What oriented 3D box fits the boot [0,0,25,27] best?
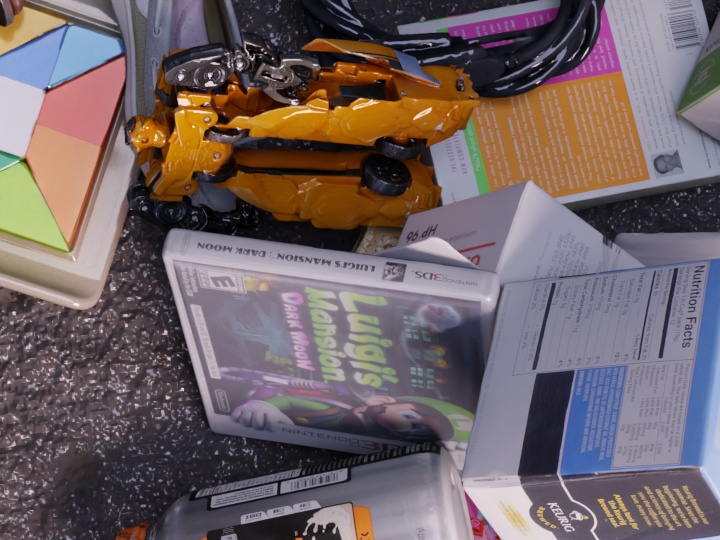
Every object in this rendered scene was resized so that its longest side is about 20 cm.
[{"bbox_3d":[-0.158,-0.250,1.307,0.199,0.064,0.187,-18,70,-15],"label":"boot"}]

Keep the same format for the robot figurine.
[{"bbox_3d":[-0.040,-0.077,1.255,0.199,0.145,0.058,4,40,-21],"label":"robot figurine"}]

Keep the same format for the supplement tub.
[{"bbox_3d":[-0.034,0.176,1.257,0.199,0.123,0.123,-13,86,7],"label":"supplement tub"}]

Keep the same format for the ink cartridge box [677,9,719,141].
[{"bbox_3d":[0.280,-0.179,1.349,0.067,0.117,0.201,30,67,-12],"label":"ink cartridge box"}]

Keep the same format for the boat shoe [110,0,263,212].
[{"bbox_3d":[-0.097,-0.116,1.297,0.074,0.065,0.203,-18,104,-35],"label":"boat shoe"}]

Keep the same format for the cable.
[{"bbox_3d":[0.057,-0.180,1.345,0.199,0.051,0.164,-14,61,-10],"label":"cable"}]

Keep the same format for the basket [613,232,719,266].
[{"bbox_3d":[0.260,0.039,1.288,0.135,0.200,0.124,2,88,-39],"label":"basket"}]

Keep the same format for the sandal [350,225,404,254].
[{"bbox_3d":[0.001,0.000,1.319,0.211,0.078,0.070,-14,93,-6],"label":"sandal"}]

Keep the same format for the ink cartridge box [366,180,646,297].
[{"bbox_3d":[0.092,0.015,1.233,0.200,0.116,0.068,34,63,-26],"label":"ink cartridge box"}]

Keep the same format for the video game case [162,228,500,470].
[{"bbox_3d":[-0.010,0.050,1.231,0.181,0.200,0.023,8,58,10],"label":"video game case"}]

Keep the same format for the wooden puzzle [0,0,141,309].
[{"bbox_3d":[-0.217,-0.096,1.309,0.184,0.037,0.201,18,81,-8],"label":"wooden puzzle"}]

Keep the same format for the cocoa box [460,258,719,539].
[{"bbox_3d":[0.159,0.107,1.142,0.131,0.200,0.134,-7,49,28],"label":"cocoa box"}]

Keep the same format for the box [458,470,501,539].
[{"bbox_3d":[0.098,0.130,1.342,0.136,0.039,0.201,-13,87,-11],"label":"box"}]

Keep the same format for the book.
[{"bbox_3d":[0.130,-0.106,1.370,0.199,0.048,0.134,-11,83,-12],"label":"book"}]
